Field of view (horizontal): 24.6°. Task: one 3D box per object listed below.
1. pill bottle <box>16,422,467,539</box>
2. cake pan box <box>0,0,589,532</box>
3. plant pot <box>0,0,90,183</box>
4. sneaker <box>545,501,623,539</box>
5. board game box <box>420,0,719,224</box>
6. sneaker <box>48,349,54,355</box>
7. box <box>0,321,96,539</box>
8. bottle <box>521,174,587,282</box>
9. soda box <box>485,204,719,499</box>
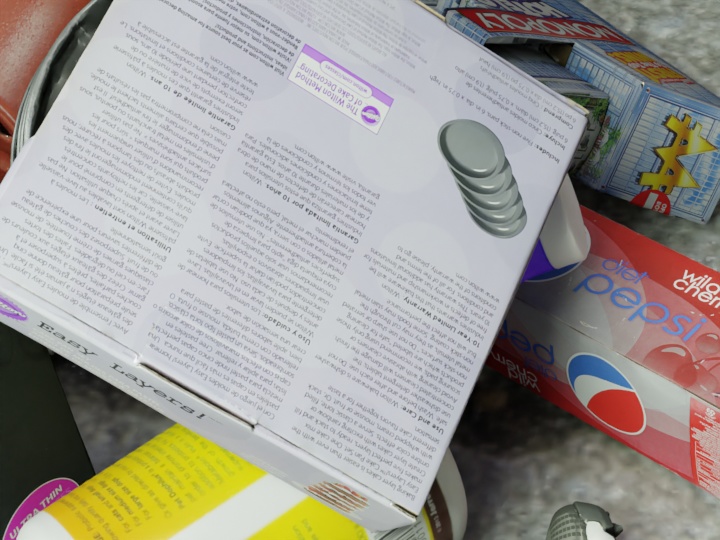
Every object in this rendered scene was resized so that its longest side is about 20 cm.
[{"bbox_3d":[-0.061,0.118,0.664,0.199,0.110,0.109,-32,46,-22],"label":"pill bottle"},{"bbox_3d":[-0.032,-0.029,0.622,0.199,0.052,0.186,29,65,-12],"label":"cake pan box"},{"bbox_3d":[-0.188,-0.163,0.858,0.199,0.201,0.197,14,65,26],"label":"plant pot"},{"bbox_3d":[0.056,0.168,0.615,0.089,0.067,0.201,1,46,11],"label":"sneaker"},{"bbox_3d":[0.087,-0.097,0.838,0.199,0.062,0.199,37,25,34],"label":"board game box"},{"bbox_3d":[-0.119,-0.016,0.854,0.198,0.070,0.100,-9,36,1],"label":"sneaker"},{"bbox_3d":[-0.204,0.082,0.667,0.123,0.201,0.149,22,51,32],"label":"box"},{"bbox_3d":[0.000,0.000,0.734,0.198,0.083,0.066,-17,75,17],"label":"bottle"},{"bbox_3d":[0.111,0.024,0.761,0.070,0.064,0.199,-39,49,-26],"label":"soda box"}]
